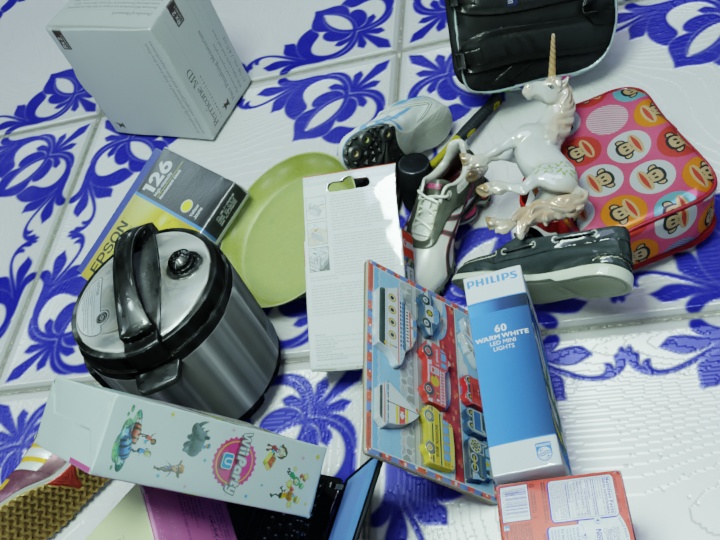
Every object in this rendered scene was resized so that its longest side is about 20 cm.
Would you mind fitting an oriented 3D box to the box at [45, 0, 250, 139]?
[{"bbox_3d":[-0.296,-0.306,1.198,0.198,0.200,0.132,9,57,28],"label":"box"}]

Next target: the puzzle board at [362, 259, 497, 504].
[{"bbox_3d":[0.065,0.096,0.766,0.017,0.150,0.202,-38,37,37],"label":"puzzle board"}]

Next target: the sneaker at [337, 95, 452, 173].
[{"bbox_3d":[0.033,-0.159,0.997,0.072,0.073,0.199,19,32,33],"label":"sneaker"}]

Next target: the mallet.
[{"bbox_3d":[0.113,-0.145,1.014,0.041,0.066,0.200,26,51,30],"label":"mallet"}]

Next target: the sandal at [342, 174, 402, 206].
[{"bbox_3d":[0.007,-0.073,0.984,0.074,0.048,0.202,-6,51,18],"label":"sandal"}]

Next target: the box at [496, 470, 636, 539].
[{"bbox_3d":[0.163,0.262,0.614,0.098,0.096,0.202,-12,49,14],"label":"box"}]

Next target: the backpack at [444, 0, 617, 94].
[{"bbox_3d":[0.203,-0.314,1.015,0.197,0.180,0.151,-9,20,7],"label":"backpack"}]

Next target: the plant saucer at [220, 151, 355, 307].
[{"bbox_3d":[-0.080,-0.044,0.981,0.198,0.031,0.202,-18,56,28],"label":"plant saucer"}]

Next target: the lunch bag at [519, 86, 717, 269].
[{"bbox_3d":[0.252,-0.091,0.876,0.174,0.082,0.201,-23,48,4],"label":"lunch bag"}]

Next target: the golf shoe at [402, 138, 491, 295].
[{"bbox_3d":[0.074,-0.052,0.915,0.076,0.088,0.201,14,60,29],"label":"golf shoe"}]

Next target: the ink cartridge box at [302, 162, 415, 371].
[{"bbox_3d":[0.000,0.000,0.865,0.108,0.050,0.203,-6,81,18],"label":"ink cartridge box"}]

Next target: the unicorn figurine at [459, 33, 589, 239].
[{"bbox_3d":[0.172,-0.119,0.853,0.136,0.074,0.202,-21,62,5],"label":"unicorn figurine"}]

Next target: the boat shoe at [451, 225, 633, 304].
[{"bbox_3d":[0.174,-0.011,0.815,0.198,0.074,0.067,-9,61,52],"label":"boat shoe"}]

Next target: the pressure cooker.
[{"bbox_3d":[-0.191,0.054,0.856,0.174,0.201,0.179,17,60,35],"label":"pressure cooker"}]

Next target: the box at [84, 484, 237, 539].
[{"bbox_3d":[-0.179,0.307,0.670,0.200,0.096,0.177,-46,45,15],"label":"box"}]

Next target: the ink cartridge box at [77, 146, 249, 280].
[{"bbox_3d":[-0.263,-0.054,1.056,0.199,0.047,0.199,26,81,33],"label":"ink cartridge box"}]

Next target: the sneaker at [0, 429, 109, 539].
[{"bbox_3d":[-0.324,0.208,0.883,0.199,0.075,0.090,-38,40,-19],"label":"sneaker"}]

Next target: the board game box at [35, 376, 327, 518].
[{"bbox_3d":[-0.151,0.148,0.710,0.147,0.199,0.065,1,73,54],"label":"board game box"}]

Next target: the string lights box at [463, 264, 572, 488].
[{"bbox_3d":[0.140,0.108,0.745,0.058,0.103,0.202,-14,49,13],"label":"string lights box"}]

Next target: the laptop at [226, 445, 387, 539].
[{"bbox_3d":[-0.079,0.238,0.728,0.198,0.104,0.179,5,54,25],"label":"laptop"}]
